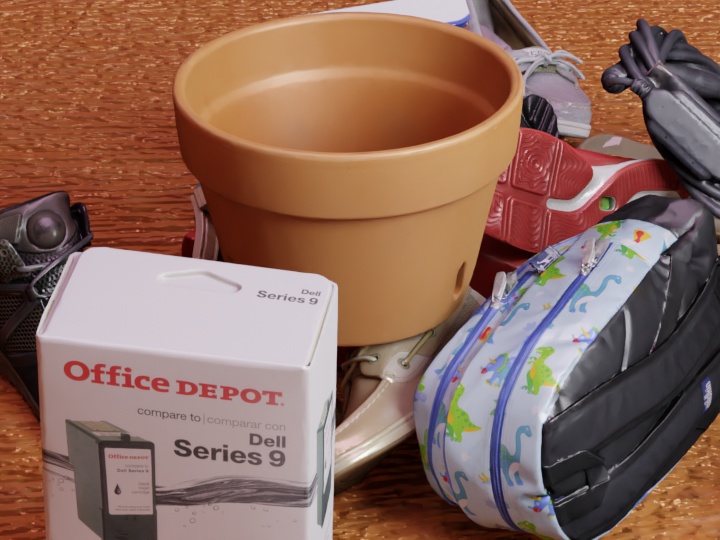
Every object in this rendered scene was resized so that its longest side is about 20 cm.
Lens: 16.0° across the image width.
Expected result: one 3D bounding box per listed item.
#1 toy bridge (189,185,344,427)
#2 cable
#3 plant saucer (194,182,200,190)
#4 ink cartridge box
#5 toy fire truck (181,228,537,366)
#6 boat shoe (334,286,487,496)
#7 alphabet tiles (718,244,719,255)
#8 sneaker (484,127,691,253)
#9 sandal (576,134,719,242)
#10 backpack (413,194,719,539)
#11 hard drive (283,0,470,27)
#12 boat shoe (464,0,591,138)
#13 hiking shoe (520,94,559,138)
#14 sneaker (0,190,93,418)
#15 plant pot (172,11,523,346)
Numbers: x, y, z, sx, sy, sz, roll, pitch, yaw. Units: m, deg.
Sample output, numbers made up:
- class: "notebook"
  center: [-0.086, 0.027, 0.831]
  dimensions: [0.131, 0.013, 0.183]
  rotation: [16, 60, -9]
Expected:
- class: "toy bridge"
  center: [-0.069, 0.031, 1.562]
  dimensions: [0.067, 0.027, 0.200]
  rotation: [-32, 55, 14]
- class: "cable"
  center: [0.242, -0.080, 1.667]
  dimensions: [0.200, 0.051, 0.163]
  rotation: [40, 22, -2]
- class: "plant saucer"
  center: [-0.019, -0.049, 1.679]
  dimensions: [0.070, 0.019, 0.200]
  rotation: [-4, 11, -45]
- class: "ink cartridge box"
  center: [-0.090, 0.098, 1.345]
  dimensions: [0.146, 0.200, 0.084]
  rotation: [6, 34, 7]
- class: "toy fire truck"
  center: [0.000, 0.000, 1.634]
  dimensions: [0.200, 0.049, 0.141]
  rotation: [25, 41, 36]
- class: "boat shoe"
  center: [0.017, 0.065, 1.499]
  dimensions: [0.065, 0.072, 0.200]
  rotation: [49, 45, 2]
- class: "alphabet tiles"
  center: [0.149, 0.032, 1.638]
  dimensions: [0.200, 0.008, 0.167]
  rotation: [-2, 33, -4]
- class: "sneaker"
  center: [0.106, -0.050, 1.641]
  dimensions: [0.200, 0.078, 0.116]
  rotation: [12, -1, -34]
- class: "sandal"
  center: [0.237, -0.065, 1.748]
  dimensions: [0.200, 0.054, 0.080]
  rotation: [18, 36, 24]
- class: "backpack"
  center: [0.124, 0.070, 1.460]
  dimensions: [0.154, 0.163, 0.200]
  rotation: [5, 39, 22]
- class: "hard drive"
  center: [-0.018, -0.132, 1.739]
  dimensions: [0.132, 0.200, 0.025]
  rotation: [-11, 77, -19]
- class: "boat shoe"
  center: [0.111, -0.154, 1.858]
  dimensions: [0.074, 0.065, 0.202]
  rotation: [6, 25, -25]
- class: "hiking shoe"
  center: [0.032, -0.085, 1.735]
  dimensions: [0.200, 0.074, 0.087]
  rotation: [6, -13, -23]
- class: "sneaker"
  center: [-0.174, 0.028, 1.535]
  dimensions: [0.076, 0.114, 0.199]
  rotation: [-23, 42, -30]
- class: "plant pot"
  center: [-0.006, -0.049, 1.486]
  dimensions: [0.200, 0.140, 0.200]
  rotation: [-1, 29, 1]
